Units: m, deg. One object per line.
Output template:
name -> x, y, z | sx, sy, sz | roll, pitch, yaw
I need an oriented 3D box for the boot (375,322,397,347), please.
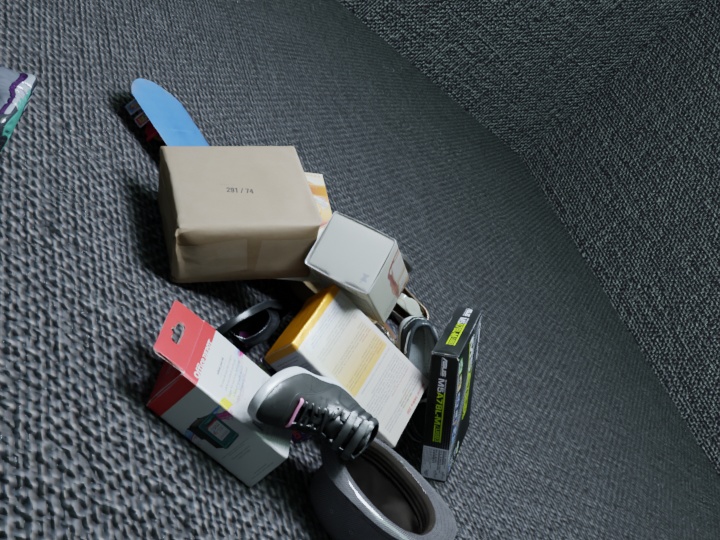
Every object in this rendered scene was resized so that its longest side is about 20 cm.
boot -> 0.050, 0.161, 1.519 | 0.200, 0.075, 0.097 | 45, 26, 20

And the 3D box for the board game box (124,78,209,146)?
board game box -> -0.301, -0.211, 1.500 | 0.200, 0.039, 0.158 | 56, 16, 4

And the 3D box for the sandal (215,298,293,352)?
sandal -> -0.136, 0.076, 1.271 | 0.048, 0.075, 0.200 | 55, 21, 8

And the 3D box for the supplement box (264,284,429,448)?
supplement box -> -0.015, 0.136, 1.278 | 0.200, 0.073, 0.126 | 47, 47, -12

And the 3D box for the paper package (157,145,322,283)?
paper package -> -0.173, -0.083, 1.312 | 0.200, 0.104, 0.191 | -3, 45, -19

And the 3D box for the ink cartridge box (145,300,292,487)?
ink cartridge box -> -0.170, 0.141, 1.095 | 0.200, 0.067, 0.116 | 43, 21, -17

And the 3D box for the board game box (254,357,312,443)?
board game box -> -0.065, 0.168, 1.321 | 0.120, 0.032, 0.200 | 52, 20, 16

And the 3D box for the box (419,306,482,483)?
box -> 0.134, 0.178, 1.390 | 0.047, 0.200, 0.193 | 10, 19, 16

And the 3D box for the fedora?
fedora -> 0.013, 0.292, 1.170 | 0.200, 0.090, 0.177 | 41, 18, 2

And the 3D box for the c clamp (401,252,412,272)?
c clamp -> 0.016, -0.031, 1.757 | 0.200, 0.027, 0.171 | 36, -18, -15

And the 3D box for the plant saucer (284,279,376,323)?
plant saucer -> -0.060, 0.031, 1.525 | 0.200, 0.035, 0.200 | 37, 15, -11

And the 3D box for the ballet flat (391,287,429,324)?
ballet flat -> 0.055, 0.035, 1.723 | 0.200, 0.068, 0.067 | 40, -12, -21

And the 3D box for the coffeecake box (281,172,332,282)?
coffeecake box -> -0.126, -0.074, 1.466 | 0.153, 0.073, 0.200 | 5, 38, -16

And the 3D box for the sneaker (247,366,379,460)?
sneaker -> -0.044, 0.168, 1.080 | 0.099, 0.071, 0.200 | 36, 8, 28

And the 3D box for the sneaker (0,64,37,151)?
sneaker -> -0.455, -0.203, 1.145 | 0.087, 0.074, 0.200 | 25, 18, -20

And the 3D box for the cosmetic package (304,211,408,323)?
cosmetic package -> 0.000, 0.000, 1.347 | 0.103, 0.087, 0.200 | 27, -9, 12

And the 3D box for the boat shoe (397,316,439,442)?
boat shoe -> 0.092, 0.172, 1.459 | 0.060, 0.075, 0.200 | -166, -114, -77
